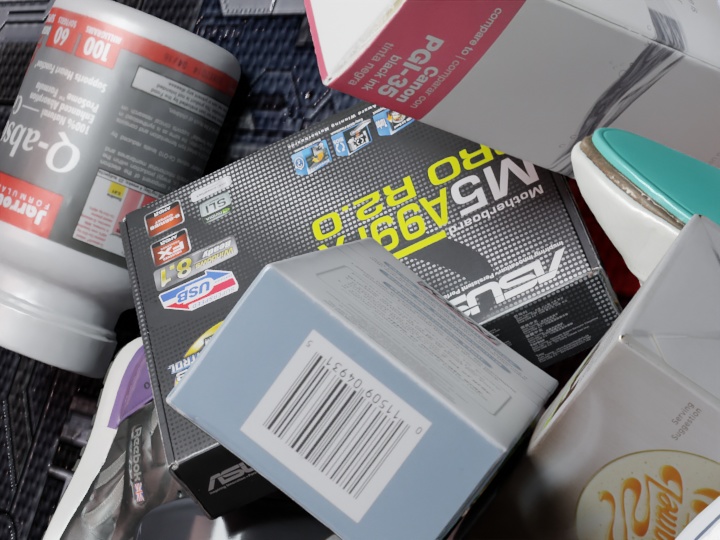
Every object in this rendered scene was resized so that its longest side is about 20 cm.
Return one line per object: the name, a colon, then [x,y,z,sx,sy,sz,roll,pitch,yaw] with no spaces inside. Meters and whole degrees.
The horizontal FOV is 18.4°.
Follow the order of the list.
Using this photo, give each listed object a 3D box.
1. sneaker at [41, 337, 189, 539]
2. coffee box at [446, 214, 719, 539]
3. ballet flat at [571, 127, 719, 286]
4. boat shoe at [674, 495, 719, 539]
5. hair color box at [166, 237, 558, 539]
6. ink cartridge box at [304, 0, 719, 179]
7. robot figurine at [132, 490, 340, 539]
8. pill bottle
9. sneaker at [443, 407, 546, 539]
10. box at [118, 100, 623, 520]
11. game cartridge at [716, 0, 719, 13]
sneaker: [-0.107,0.128,1.152,0.087,0.076,0.201,-2,70,47]
coffee box: [0.102,0.092,0.777,0.080,0.114,0.200,-51,-4,-46]
ballet flat: [0.154,0.018,0.781,0.199,0.069,0.070,26,95,16]
boat shoe: [0.162,0.077,0.644,0.200,0.074,0.067,-34,3,15]
hair color box: [0.008,0.043,0.803,0.061,0.099,0.200,-53,-6,9]
ink cartridge box: [0.076,-0.118,0.918,0.083,0.199,0.147,-47,39,33]
robot figurine: [-0.051,0.175,0.995,0.124,0.150,0.201,-11,62,37]
pill bottle: [-0.154,-0.048,1.272,0.116,0.116,0.201,19,88,56]
sneaker: [0.041,0.093,0.932,0.077,0.088,0.200,-52,45,18]
box: [0.000,0.000,0.975,0.199,0.044,0.161,-25,44,8]
game cartridge: [0.213,-0.083,0.803,0.133,0.041,0.200,-35,40,2]
